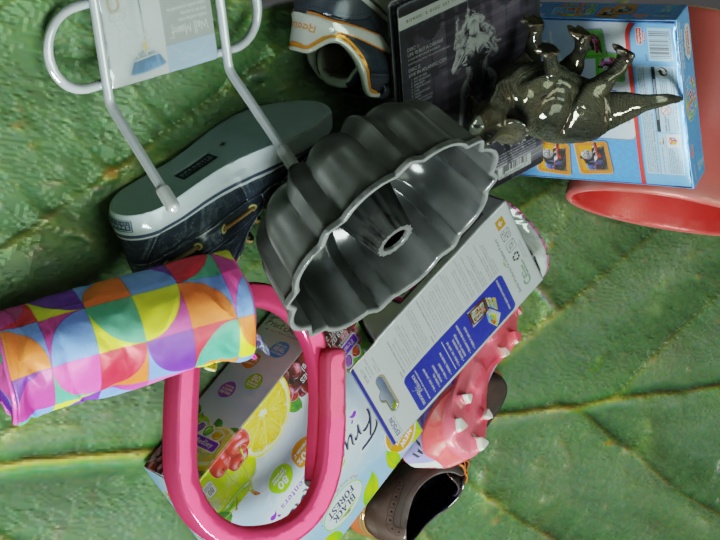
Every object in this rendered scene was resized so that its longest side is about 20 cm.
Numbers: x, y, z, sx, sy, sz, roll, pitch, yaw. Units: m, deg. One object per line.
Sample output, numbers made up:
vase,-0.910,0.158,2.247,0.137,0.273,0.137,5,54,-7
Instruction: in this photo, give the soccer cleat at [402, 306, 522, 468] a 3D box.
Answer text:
soccer cleat,0.087,0.085,1.725,0.067,0.076,0.201,44,44,-30

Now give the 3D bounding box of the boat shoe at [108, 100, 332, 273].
boat shoe,-0.098,-0.051,1.490,0.199,0.071,0.092,-32,127,-27

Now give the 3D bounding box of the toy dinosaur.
toy dinosaur,0.157,-0.138,1.567,0.198,0.077,0.103,-1,126,-30

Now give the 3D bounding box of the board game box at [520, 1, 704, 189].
board game box,0.180,-0.148,1.650,0.037,0.198,0.153,-50,137,-48

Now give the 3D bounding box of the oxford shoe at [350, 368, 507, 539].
oxford shoe,0.077,0.166,1.743,0.200,0.072,0.071,-48,133,-24

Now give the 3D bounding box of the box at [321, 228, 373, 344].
box,0.000,0.000,1.621,0.075,0.050,0.201,-50,133,-22

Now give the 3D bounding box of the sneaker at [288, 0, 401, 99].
sneaker,0.014,-0.168,1.557,0.199,0.078,0.080,28,83,-43

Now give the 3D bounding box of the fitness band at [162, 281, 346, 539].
fitness band,-0.081,0.110,1.498,0.142,0.037,0.202,3,86,-28

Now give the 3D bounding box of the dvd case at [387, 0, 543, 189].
dvd case,0.086,-0.146,1.572,0.148,0.016,0.202,-28,131,-30

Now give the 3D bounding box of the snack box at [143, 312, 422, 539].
snack box,-0.057,0.143,1.596,0.200,0.067,0.169,-49,132,-22

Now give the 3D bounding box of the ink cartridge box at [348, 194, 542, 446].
ink cartridge box,0.064,0.038,1.618,0.200,0.037,0.095,-48,131,-22

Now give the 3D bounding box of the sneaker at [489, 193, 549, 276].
sneaker,0.077,-0.037,1.682,0.200,0.080,0.087,44,78,-34

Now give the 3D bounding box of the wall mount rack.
wall mount rack,-0.122,-0.143,1.411,0.199,0.074,0.176,-21,110,-39

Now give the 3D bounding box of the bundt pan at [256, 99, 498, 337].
bundt pan,0.004,-0.048,1.471,0.201,0.076,0.202,-35,159,-16

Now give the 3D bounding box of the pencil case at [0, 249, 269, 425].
pencil case,-0.165,0.049,1.396,0.198,0.088,0.089,-13,114,-20

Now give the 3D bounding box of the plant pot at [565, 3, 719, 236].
plant pot,0.295,-0.136,1.796,0.199,0.199,0.179,17,82,-48
